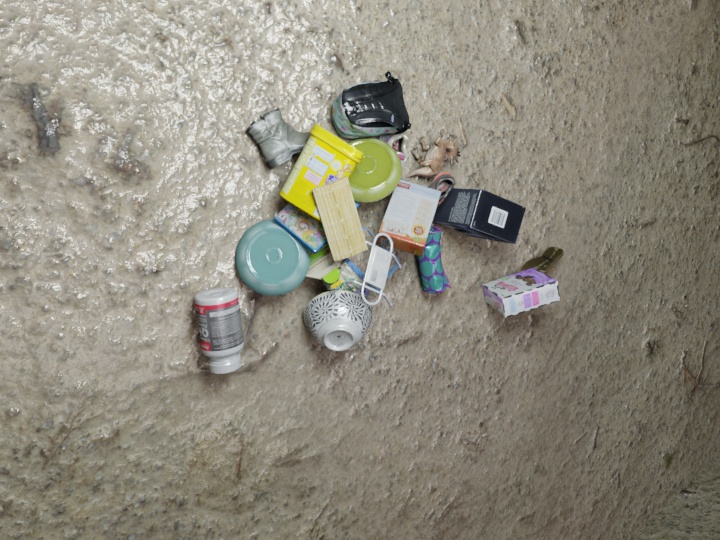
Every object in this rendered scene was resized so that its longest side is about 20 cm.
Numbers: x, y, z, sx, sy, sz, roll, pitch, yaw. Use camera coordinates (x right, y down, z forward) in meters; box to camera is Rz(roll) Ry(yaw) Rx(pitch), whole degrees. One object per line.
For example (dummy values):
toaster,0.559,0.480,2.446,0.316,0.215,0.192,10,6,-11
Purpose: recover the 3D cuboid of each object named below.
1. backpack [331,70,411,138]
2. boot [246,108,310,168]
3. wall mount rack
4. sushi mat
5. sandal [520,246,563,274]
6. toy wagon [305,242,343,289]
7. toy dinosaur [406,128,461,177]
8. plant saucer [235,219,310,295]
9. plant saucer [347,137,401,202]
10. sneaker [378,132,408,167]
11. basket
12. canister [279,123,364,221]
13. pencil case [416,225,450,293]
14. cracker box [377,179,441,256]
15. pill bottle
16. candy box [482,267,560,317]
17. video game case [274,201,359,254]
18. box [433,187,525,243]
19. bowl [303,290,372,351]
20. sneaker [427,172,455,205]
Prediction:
backpack,0.022,-0.434,1.470,0.197,0.126,0.169,-15,84,-25
boot,-0.188,-0.365,1.406,0.199,0.067,0.132,-34,108,-21
wall mount rack,0.051,0.009,1.456,0.172,0.074,0.203,25,70,-28
sushi mat,-0.051,-0.127,1.364,0.094,0.012,0.203,-18,113,-4
sandal,0.663,-0.019,1.953,0.199,0.080,0.055,-32,135,-25
toy wagon,-0.113,-0.037,1.459,0.154,0.040,0.201,-34,80,0
toy dinosaur,0.232,-0.339,1.639,0.135,0.086,0.201,39,85,-36
plant saucer,-0.229,-0.037,1.410,0.197,0.036,0.204,1,84,-8
plant saucer,0.016,-0.285,1.480,0.197,0.031,0.203,-1,71,2
sneaker,0.086,-0.313,1.554,0.080,0.088,0.203,5,97,-30
basket,0.000,0.000,1.535,0.176,0.139,0.201,39,88,-29
canister,-0.101,-0.247,1.374,0.147,0.087,0.202,31,100,-1
pencil case,0.224,-0.034,1.686,0.091,0.085,0.203,-10,107,2
cracker box,0.139,-0.152,1.525,0.132,0.058,0.202,17,61,7
pill bottle,-0.357,0.154,1.378,0.109,0.110,0.203,-11,104,-27
candy box,0.534,0.072,1.805,0.197,0.168,0.073,-17,108,-6
video game case,-0.114,-0.156,1.443,0.143,0.018,0.200,38,62,4
box,0.364,-0.171,1.674,0.198,0.198,0.125,15,93,-30
bowl,-0.061,0.160,1.499,0.197,0.095,0.203,-2,130,-2
sneaker,0.208,-0.215,1.623,0.077,0.082,0.201,38,98,-12
